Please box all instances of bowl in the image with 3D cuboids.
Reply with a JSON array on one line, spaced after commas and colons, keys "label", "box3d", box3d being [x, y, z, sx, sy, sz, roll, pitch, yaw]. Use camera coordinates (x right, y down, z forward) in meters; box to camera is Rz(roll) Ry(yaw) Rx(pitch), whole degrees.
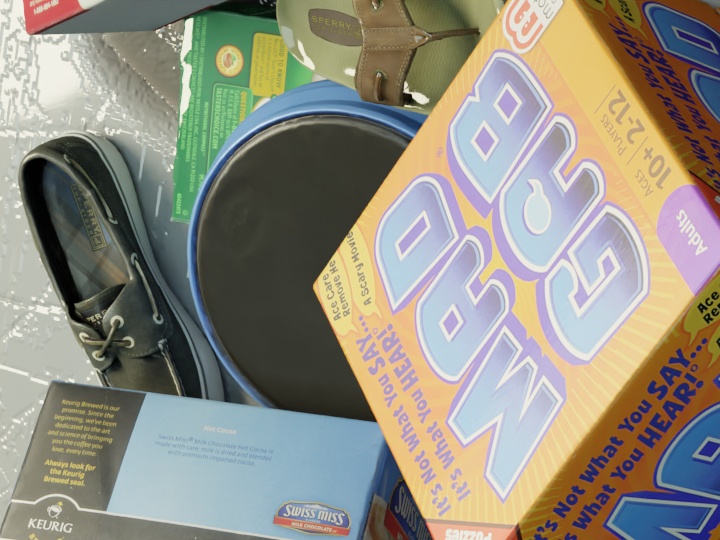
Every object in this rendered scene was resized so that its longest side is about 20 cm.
[{"label": "bowl", "box3d": [0.000, 0.000, 1.459, 0.200, 0.039, 0.201, 9, 112, 23]}]

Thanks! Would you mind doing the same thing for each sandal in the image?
[{"label": "sandal", "box3d": [0.013, -0.109, 1.363, 0.201, 0.057, 0.080, 10, 110, 53]}]

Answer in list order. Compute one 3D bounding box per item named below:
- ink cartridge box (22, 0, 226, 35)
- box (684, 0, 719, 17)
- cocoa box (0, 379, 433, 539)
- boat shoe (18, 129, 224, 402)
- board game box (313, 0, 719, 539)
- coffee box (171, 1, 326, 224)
[{"label": "ink cartridge box", "box3d": [-0.122, -0.233, 1.454, 0.146, 0.083, 0.200, -13, 83, 60]}, {"label": "box", "box3d": [0.130, -0.093, 1.322, 0.117, 0.200, 0.060, -6, 54, -10]}, {"label": "cocoa box", "box3d": [-0.074, 0.151, 1.480, 0.200, 0.133, 0.131, 6, 64, 20]}, {"label": "boat shoe", "box3d": [-0.139, 0.019, 1.562, 0.069, 0.057, 0.200, -24, 87, 26]}, {"label": "board game box", "box3d": [0.138, 0.019, 1.219, 0.200, 0.200, 0.200, -55, 40, 27]}, {"label": "coffee box", "box3d": [-0.002, -0.071, 1.491, 0.200, 0.044, 0.123, 9, 103, 24]}]
